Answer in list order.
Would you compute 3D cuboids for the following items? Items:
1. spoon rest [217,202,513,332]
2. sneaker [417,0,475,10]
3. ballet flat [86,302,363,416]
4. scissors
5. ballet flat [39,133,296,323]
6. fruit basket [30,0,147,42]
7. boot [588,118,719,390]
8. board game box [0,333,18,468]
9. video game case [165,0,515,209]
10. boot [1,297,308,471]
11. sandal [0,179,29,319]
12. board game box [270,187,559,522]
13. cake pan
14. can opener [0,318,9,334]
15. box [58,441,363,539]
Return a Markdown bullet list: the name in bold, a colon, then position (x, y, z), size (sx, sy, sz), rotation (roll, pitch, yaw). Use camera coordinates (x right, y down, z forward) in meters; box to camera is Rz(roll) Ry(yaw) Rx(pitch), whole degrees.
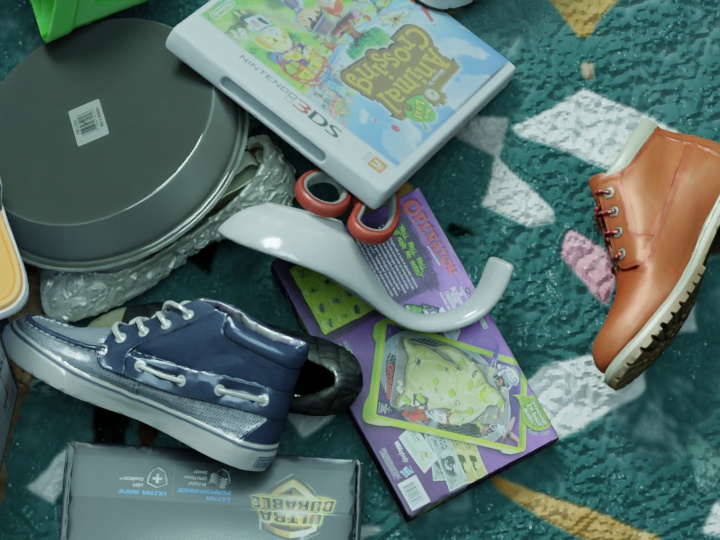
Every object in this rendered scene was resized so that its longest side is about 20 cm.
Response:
- **spoon rest**: position (0.000, 0.000, 1.660), size (0.199, 0.099, 0.061), rotation (13, 94, -14)
- **sneaker**: position (0.120, -0.253, 1.762), size (0.199, 0.087, 0.075), rotation (-29, 70, -20)
- **ballet flat**: position (-0.094, 0.055, 1.666), size (0.199, 0.057, 0.067), rotation (8, 79, 13)
- **scissors**: position (0.000, -0.083, 1.695), size (0.073, 0.014, 0.200), rotation (20, 34, -5)
- **ballet flat**: position (-0.136, -0.038, 1.695), size (0.199, 0.072, 0.072), rotation (-29, 78, -12)
- **fruit basket**: position (-0.237, -0.274, 1.689), size (0.214, 0.156, 0.217), rotation (9, 51, -11)
- **boot**: position (0.191, -0.013, 1.712), size (0.107, 0.075, 0.201), rotation (28, 65, 8)
- **board game box**: position (-0.290, 0.140, 1.584), size (0.096, 0.160, 0.201), rotation (10, 73, 0)
- **video game case**: position (-0.009, -0.147, 1.708), size (0.182, 0.022, 0.200), rotation (38, 42, 7)
- **boot**: position (-0.133, 0.050, 1.625), size (0.199, 0.073, 0.091), rotation (23, 102, 7)
- **sandal**: position (-0.263, -0.053, 1.607), size (0.079, 0.059, 0.207), rotation (-16, 48, -23)
- **board game box**: position (0.036, 0.056, 1.700), size (0.119, 0.032, 0.201), rotation (-27, 77, -8)
- **cake pan**: position (-0.175, -0.091, 1.680), size (0.199, 0.037, 0.201), rotation (-9, 54, 13)
- **can opener**: position (-0.301, -0.019, 1.688), size (0.200, 0.079, 0.063), rotation (46, 34, 11)
- **box**: position (-0.101, 0.199, 1.638), size (0.198, 0.046, 0.160), rotation (5, 73, -3)
